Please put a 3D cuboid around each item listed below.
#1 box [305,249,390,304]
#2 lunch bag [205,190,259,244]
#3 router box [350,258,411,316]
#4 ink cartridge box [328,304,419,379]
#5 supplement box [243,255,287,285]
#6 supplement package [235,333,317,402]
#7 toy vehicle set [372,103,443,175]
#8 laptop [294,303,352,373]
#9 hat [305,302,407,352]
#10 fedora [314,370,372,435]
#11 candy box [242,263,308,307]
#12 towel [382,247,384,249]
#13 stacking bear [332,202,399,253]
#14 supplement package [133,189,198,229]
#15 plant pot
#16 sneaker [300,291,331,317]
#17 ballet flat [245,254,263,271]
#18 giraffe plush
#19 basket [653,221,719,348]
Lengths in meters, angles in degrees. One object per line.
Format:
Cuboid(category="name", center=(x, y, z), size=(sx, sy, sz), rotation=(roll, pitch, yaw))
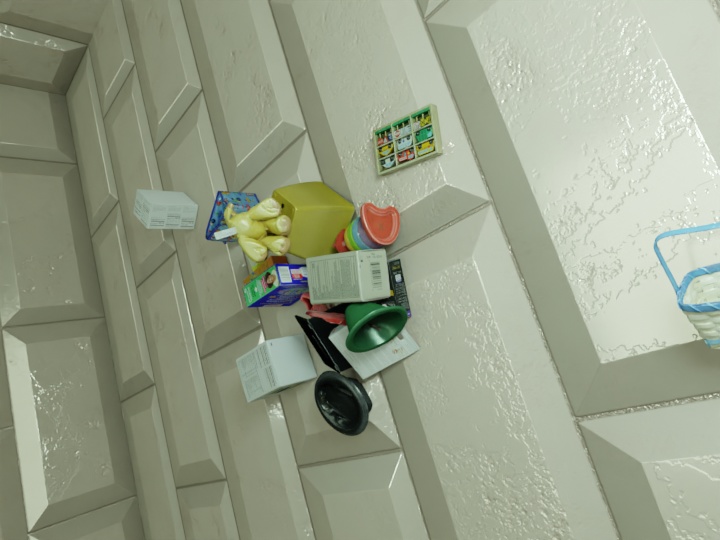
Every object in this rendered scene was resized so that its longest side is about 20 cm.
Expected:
Cuboid(category="box", center=(-0.034, 0.018, 1.315), size=(0.200, 0.109, 0.128), rotation=(-6, 90, 45))
Cuboid(category="lunch bag", center=(-0.455, -0.174, 1.783), size=(0.094, 0.150, 0.200), rotation=(53, 126, 28))
Cuboid(category="router box", center=(0.034, 0.059, 1.375), size=(0.200, 0.052, 0.157), rotation=(-8, 95, 44))
Cuboid(category="ink cartridge box", center=(0.037, 0.185, 1.357), size=(0.200, 0.050, 0.162), rotation=(-34, 102, 23))
Cuboid(category="supplement box", center=(-0.324, 0.022, 1.728), size=(0.200, 0.069, 0.067), rotation=(-38, 65, 41))
Cuboid(category="supplement package", center=(-0.276, 0.318, 1.637), size=(0.200, 0.152, 0.151), rotation=(-34, 70, 40))
Cuboid(category="toy vehicle set", center=(0.118, -0.333, 1.300), size=(0.200, 0.026, 0.124), rotation=(-12, 84, 44))
Cuboid(category="laptop", center=(-0.073, 0.188, 1.467), size=(0.187, 0.116, 0.200), rotation=(60, 161, -13))
Cuboid(category="hat", center=(-0.008, 0.094, 1.281), size=(0.176, 0.200, 0.166), rotation=(55, 147, 36))
Cuboid(category="fedora", center=(-0.037, 0.367, 1.443), size=(0.200, 0.092, 0.201), rotation=(11, 108, 36))
Cuboid(category="candy box", center=(-0.244, 0.049, 1.578), size=(0.200, 0.169, 0.077), rotation=(-32, 67, 41))
Cuboid(category="towel", center=(0.000, 0.000, 1.443), size=(0.200, 0.018, 0.086), rotation=(-17, 80, 44))
Cuboid(category="stacking bear", center=(0.002, -0.095, 1.378), size=(0.200, 0.121, 0.114), rotation=(-24, 67, 52))
Cuboid(category="supplement package", center=(-0.807, -0.254, 2.089), size=(0.156, 0.200, 0.111), rotation=(37, 117, 37))
Cuboid(category="plant pot", center=(-0.169, -0.144, 1.478), size=(0.200, 0.176, 0.200), rotation=(41, 119, 41))
Cuboid(category="sneaker", center=(-0.115, 0.141, 1.514), size=(0.200, 0.087, 0.074), rotation=(52, 126, 26))
Cuboid(category="ballet flat", center=(-0.367, -0.075, 1.762), size=(0.067, 0.067, 0.200), rotation=(27, 111, 39))
Cuboid(category="giraffe plush", center=(-0.296, -0.111, 1.391), size=(0.162, 0.200, 0.173), rotation=(-159, 68, -76))
Cuboid(category="basket", center=(0.576, 0.013, 0.780), size=(0.176, 0.139, 0.200), rotation=(-13, 114, 44))
